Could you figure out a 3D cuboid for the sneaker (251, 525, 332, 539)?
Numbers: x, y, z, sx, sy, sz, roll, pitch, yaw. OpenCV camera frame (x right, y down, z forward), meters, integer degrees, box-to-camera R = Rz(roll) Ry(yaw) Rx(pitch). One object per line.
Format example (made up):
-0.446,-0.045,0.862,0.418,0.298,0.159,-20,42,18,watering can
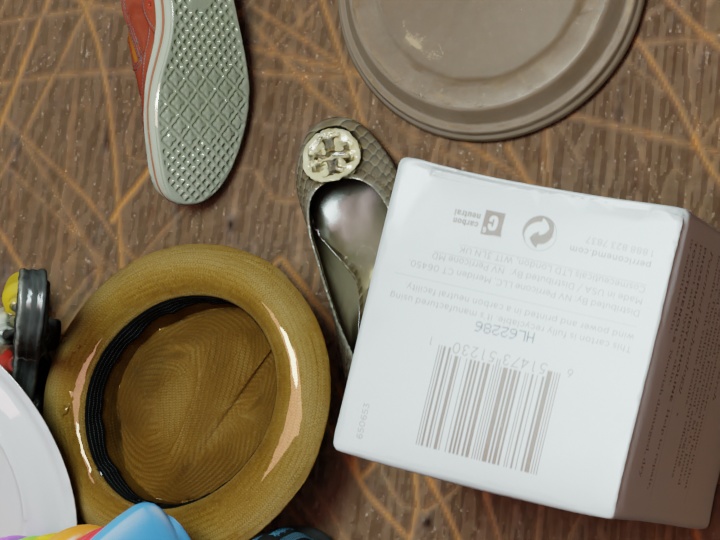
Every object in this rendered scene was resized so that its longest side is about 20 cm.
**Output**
-0.058,0.251,1.501,0.073,0.082,0.200,0,84,19,sneaker

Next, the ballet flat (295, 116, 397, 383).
0.000,0.000,1.532,0.067,0.046,0.200,-14,78,18,ballet flat

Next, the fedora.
-0.095,0.082,1.539,0.201,0.082,0.201,-2,85,25,fedora

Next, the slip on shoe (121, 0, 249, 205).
-0.115,-0.140,1.594,0.061,0.074,0.200,-10,84,55,slip on shoe

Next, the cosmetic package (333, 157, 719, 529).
0.110,0.044,1.401,0.167,0.200,0.166,12,87,22,cosmetic package

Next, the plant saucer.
0.075,-0.178,1.539,0.200,0.029,0.200,-3,81,21,plant saucer

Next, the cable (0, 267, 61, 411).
-0.213,0.044,1.541,0.050,0.200,0.097,11,85,-2,cable

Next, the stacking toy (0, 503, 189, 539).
-0.193,0.197,1.495,0.200,0.110,0.116,2,121,41,stacking toy

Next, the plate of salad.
-0.246,0.117,1.580,0.200,0.048,0.200,20,125,32,plate of salad
